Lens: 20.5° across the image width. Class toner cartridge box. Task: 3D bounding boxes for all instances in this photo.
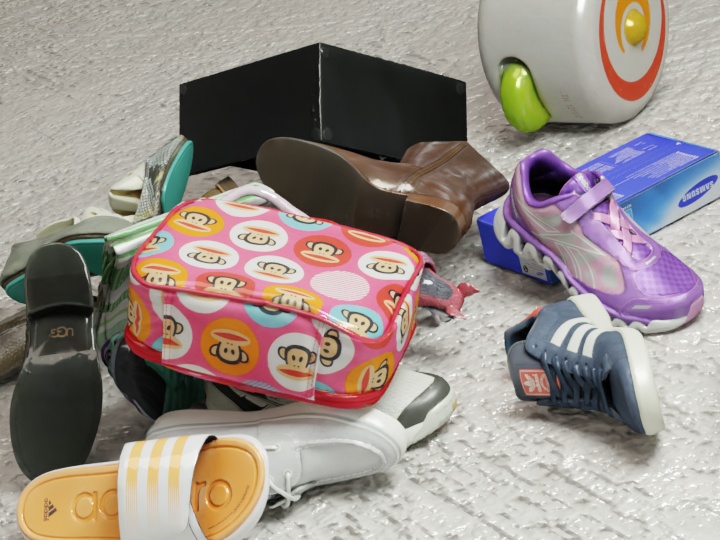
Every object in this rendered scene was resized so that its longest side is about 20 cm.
[{"bbox_3d":[0.205,-0.055,1.690,0.199,0.044,0.095,-26,27,-25],"label":"toner cartridge box"}]

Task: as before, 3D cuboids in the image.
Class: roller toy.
[{"bbox_3d":[0.211,-0.236,1.909,0.139,0.202,0.182,5,10,35],"label":"roller toy"}]

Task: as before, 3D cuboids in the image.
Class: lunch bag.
[{"bbox_3d":[-0.057,0.012,1.419,0.198,0.083,0.176,14,31,10],"label":"lunch bag"}]

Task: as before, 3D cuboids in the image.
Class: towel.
[{"bbox_3d":[-0.148,-0.003,1.640,0.152,0.024,0.200,-22,-19,-20],"label":"towel"}]

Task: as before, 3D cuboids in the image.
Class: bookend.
[{"bbox_3d":[-0.036,-0.135,1.887,0.199,0.093,0.198,-10,-13,43],"label":"bookend"}]

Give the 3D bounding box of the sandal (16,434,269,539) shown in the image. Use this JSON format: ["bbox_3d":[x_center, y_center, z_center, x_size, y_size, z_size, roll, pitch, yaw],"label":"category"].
[{"bbox_3d":[-0.160,0.158,1.364,0.205,0.080,0.059,-12,-19,22],"label":"sandal"}]

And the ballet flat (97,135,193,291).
[{"bbox_3d":[-0.199,-0.048,1.787,0.071,0.072,0.202,-6,49,18],"label":"ballet flat"}]

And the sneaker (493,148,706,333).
[{"bbox_3d":[0.183,-0.029,1.541,0.080,0.089,0.200,-30,50,-31],"label":"sneaker"}]

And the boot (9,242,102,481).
[{"bbox_3d":[-0.234,0.073,1.577,0.069,0.202,0.174,4,-9,-5],"label":"boot"}]

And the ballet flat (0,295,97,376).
[{"bbox_3d":[-0.299,0.070,1.700,0.067,0.047,0.199,-1,20,46],"label":"ballet flat"}]

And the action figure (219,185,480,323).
[{"bbox_3d":[0.000,0.000,1.547,0.198,0.150,0.134,4,28,24],"label":"action figure"}]

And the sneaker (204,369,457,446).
[{"bbox_3d":[-0.029,0.083,1.459,0.198,0.088,0.076,-3,24,21],"label":"sneaker"}]

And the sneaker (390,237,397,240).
[{"bbox_3d":[-0.041,-0.032,1.731,0.129,0.080,0.199,6,30,40],"label":"sneaker"}]

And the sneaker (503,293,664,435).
[{"bbox_3d":[0.152,0.074,1.401,0.084,0.076,0.200,-15,14,-6],"label":"sneaker"}]

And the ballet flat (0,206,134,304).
[{"bbox_3d":[-0.241,-0.023,1.711,0.199,0.067,0.064,-18,50,42],"label":"ballet flat"}]

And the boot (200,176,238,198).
[{"bbox_3d":[-0.122,-0.032,1.797,0.075,0.074,0.200,-31,15,-7],"label":"boot"}]

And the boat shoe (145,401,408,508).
[{"bbox_3d":[-0.066,0.135,1.396,0.198,0.072,0.069,1,47,16],"label":"boat shoe"}]

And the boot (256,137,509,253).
[{"bbox_3d":[0.024,-0.082,1.659,0.185,0.065,0.200,25,23,7],"label":"boot"}]

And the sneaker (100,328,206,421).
[{"bbox_3d":[-0.168,0.075,1.502,0.087,0.075,0.200,5,-4,14],"label":"sneaker"}]
